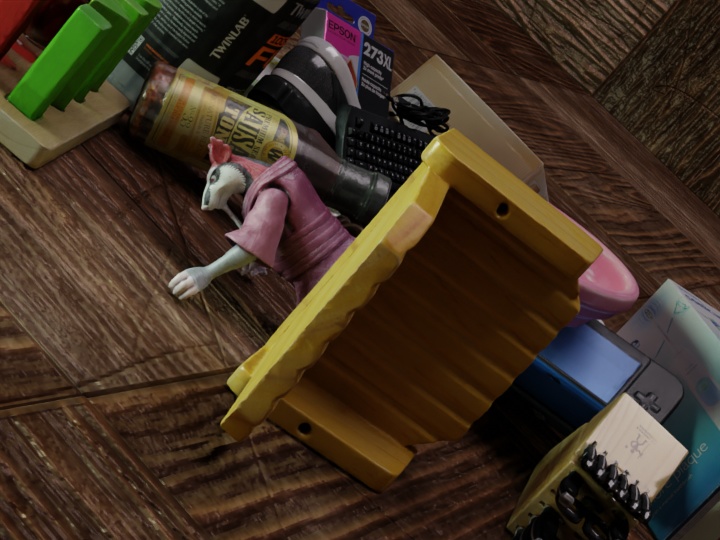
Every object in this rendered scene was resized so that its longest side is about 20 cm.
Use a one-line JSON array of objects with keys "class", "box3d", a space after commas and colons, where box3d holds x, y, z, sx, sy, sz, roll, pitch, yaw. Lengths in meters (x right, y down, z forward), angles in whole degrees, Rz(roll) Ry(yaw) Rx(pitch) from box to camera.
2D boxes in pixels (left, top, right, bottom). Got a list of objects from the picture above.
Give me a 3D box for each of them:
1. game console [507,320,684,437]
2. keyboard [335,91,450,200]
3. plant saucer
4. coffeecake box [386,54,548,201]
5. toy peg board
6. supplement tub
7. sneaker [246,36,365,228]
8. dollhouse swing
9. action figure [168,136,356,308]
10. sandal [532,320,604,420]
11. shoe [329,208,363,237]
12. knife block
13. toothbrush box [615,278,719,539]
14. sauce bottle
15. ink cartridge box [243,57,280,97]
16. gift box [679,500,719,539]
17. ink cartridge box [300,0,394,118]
[{"class": "game console", "box3d": [0.158, 0.055, 1.344, 0.200, 0.118, 0.171, 37, 48, 14]}, {"class": "keyboard", "box3d": [0.048, -0.098, 1.406, 0.200, 0.040, 0.104, 13, 73, -56]}, {"class": "plant saucer", "box3d": [0.130, -0.019, 1.381, 0.200, 0.051, 0.201, 30, 17, -10]}, {"class": "coffeecake box", "box3d": [0.106, -0.089, 1.618, 0.154, 0.073, 0.200, 48, -6, 22]}, {"class": "toy peg board", "box3d": [-0.238, -0.186, 1.158, 0.199, 0.098, 0.200, 41, 16, -3]}, {"class": "supplement tub", "box3d": [-0.110, -0.210, 1.328, 0.122, 0.200, 0.123, 37, 17, -14]}, {"class": "sneaker", "box3d": [-0.038, -0.081, 1.404, 0.073, 0.112, 0.200, 14, -42, 50]}, {"class": "dollhouse swing", "box3d": [0.036, 0.046, 0.998, 0.182, 0.200, 0.176, 36, 16, -18]}, {"class": "action figure", "box3d": [-0.031, -0.013, 1.125, 0.200, 0.149, 0.134, 53, 20, -11]}, {"class": "sandal", "box3d": [0.172, 0.060, 1.477, 0.207, 0.079, 0.059, -82, 152, -69]}, {"class": "shoe", "box3d": [0.000, 0.000, 1.301, 0.070, 0.053, 0.200, 28, 22, -37]}, {"class": "knife block", "box3d": [0.142, 0.176, 1.190, 0.064, 0.176, 0.200, 44, -29, 4]}, {"class": "toothbrush box", "box3d": [0.284, 0.129, 1.459, 0.085, 0.146, 0.200, 30, 21, -36]}, {"class": "sauce bottle", "box3d": [-0.073, -0.091, 1.274, 0.200, 0.066, 0.066, 21, 20, -10]}, {"class": "ink cartridge box", "box3d": [-0.099, -0.185, 1.571, 0.145, 0.048, 0.200, 26, 25, -42]}, {"class": "gift box", "box3d": [0.326, 0.242, 1.190, 0.200, 0.187, 0.185, 38, 17, -10]}, {"class": "ink cartridge box", "box3d": [-0.016, -0.161, 1.516, 0.095, 0.037, 0.200, 25, 60, -43]}]
